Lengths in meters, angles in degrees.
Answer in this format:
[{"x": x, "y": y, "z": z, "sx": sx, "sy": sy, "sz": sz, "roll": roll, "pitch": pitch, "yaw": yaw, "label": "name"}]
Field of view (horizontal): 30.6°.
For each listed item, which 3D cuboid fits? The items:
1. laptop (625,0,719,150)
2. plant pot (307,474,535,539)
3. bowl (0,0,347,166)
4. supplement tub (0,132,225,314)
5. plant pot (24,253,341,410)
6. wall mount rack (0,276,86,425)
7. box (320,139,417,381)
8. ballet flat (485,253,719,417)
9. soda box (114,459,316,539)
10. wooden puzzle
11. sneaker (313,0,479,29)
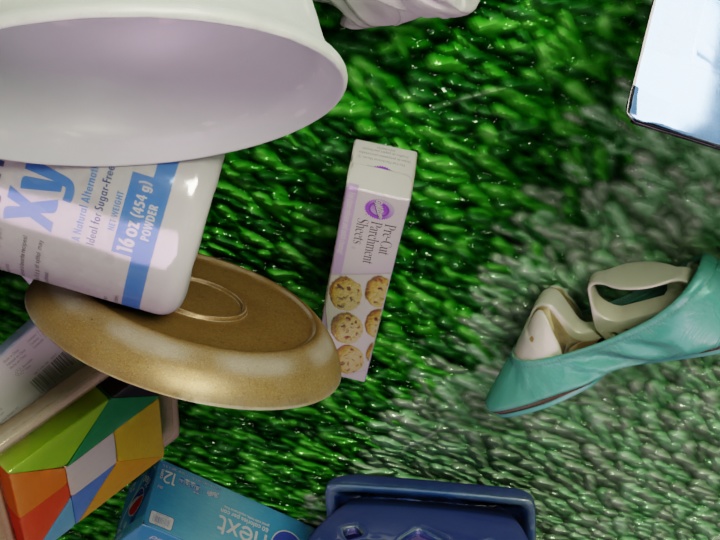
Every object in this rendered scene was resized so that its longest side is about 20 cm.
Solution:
[{"x": 0.233, "y": -0.142, "z": 0.534, "sx": 0.185, "sy": 0.117, "sz": 0.201, "roll": 15, "pitch": 143, "yaw": -6, "label": "laptop"}, {"x": 0.050, "y": 0.276, "z": 1.040, "sx": 0.197, "sy": 0.180, "sz": 0.202, "roll": 3, "pitch": 124, "yaw": 10, "label": "plant pot"}, {"x": -0.107, "y": -0.116, "z": 0.582, "sx": 0.198, "sy": 0.092, "sz": 0.201, "roll": -5, "pitch": 170, "yaw": -1, "label": "bowl"}, {"x": -0.178, "y": -0.063, "z": 0.728, "sx": 0.198, "sy": 0.133, "sz": 0.132, "roll": 16, "pitch": 143, "yaw": -8, "label": "supplement tub"}, {"x": -0.103, "y": 0.026, "z": 0.803, "sx": 0.198, "sy": 0.200, "sz": 0.028, "roll": 16, "pitch": 108, "yaw": -6, "label": "plant pot"}, {"x": -0.261, "y": 0.048, "z": 0.891, "sx": 0.074, "sy": 0.200, "sz": 0.174, "roll": 37, "pitch": 166, "yaw": 42, "label": "wall mount rack"}, {"x": 0.000, "y": 0.000, "z": 0.838, "sx": 0.041, "sy": 0.039, "sz": 0.201, "roll": 12, "pitch": 143, "yaw": -1, "label": "box"}, {"x": 0.151, "y": 0.034, "z": 0.836, "sx": 0.199, "sy": 0.067, "sz": 0.071, "roll": -23, "pitch": 107, "yaw": 36, "label": "ballet flat"}, {"x": -0.110, "y": 0.242, "z": 1.157, "sx": 0.199, "sy": 0.065, "sz": 0.068, "roll": 29, "pitch": 139, "yaw": -21, "label": "soda box"}, {"x": -0.201, "y": 0.133, "z": 0.958, "sx": 0.037, "sy": 0.185, "sz": 0.201, "roll": 42, "pitch": 150, "yaw": 19, "label": "wooden puzzle"}, {"x": -0.033, "y": -0.173, "z": 0.599, "sx": 0.099, "sy": 0.079, "sz": 0.200, "roll": -18, "pitch": 133, "yaw": 37, "label": "sneaker"}]
